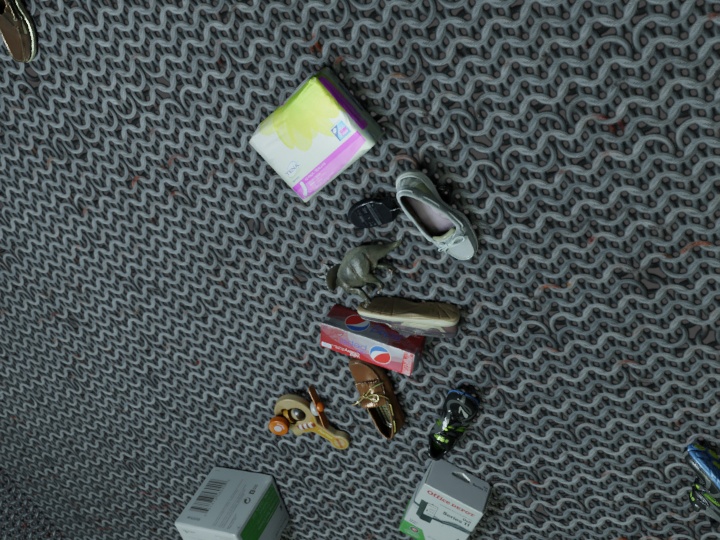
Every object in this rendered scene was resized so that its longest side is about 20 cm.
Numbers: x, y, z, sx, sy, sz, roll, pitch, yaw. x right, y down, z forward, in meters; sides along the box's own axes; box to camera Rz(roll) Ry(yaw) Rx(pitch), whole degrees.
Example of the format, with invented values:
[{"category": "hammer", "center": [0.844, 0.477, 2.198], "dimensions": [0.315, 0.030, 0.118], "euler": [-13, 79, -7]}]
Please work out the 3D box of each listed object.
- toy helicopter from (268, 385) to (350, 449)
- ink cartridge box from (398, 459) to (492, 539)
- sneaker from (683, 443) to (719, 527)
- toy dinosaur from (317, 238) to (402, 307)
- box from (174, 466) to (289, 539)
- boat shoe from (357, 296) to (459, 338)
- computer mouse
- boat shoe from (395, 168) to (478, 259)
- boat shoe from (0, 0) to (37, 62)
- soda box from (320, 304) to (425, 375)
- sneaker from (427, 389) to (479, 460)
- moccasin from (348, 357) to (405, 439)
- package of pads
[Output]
[{"category": "toy helicopter", "center": [-0.102, 0.344, 1.647], "dimensions": [0.200, 0.079, 0.132], "euler": [34, 123, -13]}, {"category": "ink cartridge box", "center": [0.188, 0.531, 1.609], "dimensions": [0.146, 0.083, 0.201], "euler": [25, 129, 8]}, {"category": "sneaker", "center": [0.626, 0.396, 1.290], "dimensions": [0.082, 0.071, 0.200], "euler": [-23, 113, 30]}, {"category": "toy dinosaur", "center": [0.000, 0.000, 1.334], "dimensions": [0.102, 0.077, 0.200], "euler": [37, 134, -10]}, {"category": "box", "center": [-0.331, 0.654, 1.882], "dimensions": [0.199, 0.199, 0.172], "euler": [1, 123, 26]}, {"category": "boat shoe", "center": [0.090, 0.094, 1.360], "dimensions": [0.199, 0.072, 0.065], "euler": [3, 119, 18]}, {"category": "computer mouse", "center": [0.067, -0.117, 1.251], "dimensions": [0.199, 0.034, 0.059], "euler": [-12, 130, 25]}, {"category": "boat shoe", "center": [0.126, -0.080, 1.202], "dimensions": [0.074, 0.065, 0.202], "euler": [-22, 126, 31]}, {"category": "boat shoe", "center": [-0.664, -0.479, 1.331], "dimensions": [0.074, 0.075, 0.203], "euler": [12, 127, 19]}, {"category": "soda box", "center": [0.023, 0.137, 1.422], "dimensions": [0.199, 0.070, 0.064], "euler": [18, 128, 15]}, {"category": "sneaker", "center": [0.184, 0.318, 1.460], "dimensions": [0.071, 0.083, 0.200], "euler": [25, 130, 8]}, {"category": "moccasin", "center": [0.028, 0.267, 1.507], "dimensions": [0.073, 0.078, 0.202], "euler": [-6, 120, 30]}, {"category": "package of pads", "center": [-0.080, -0.228, 1.217], "dimensions": [0.155, 0.068, 0.200], "euler": [47, 130, -10]}]
